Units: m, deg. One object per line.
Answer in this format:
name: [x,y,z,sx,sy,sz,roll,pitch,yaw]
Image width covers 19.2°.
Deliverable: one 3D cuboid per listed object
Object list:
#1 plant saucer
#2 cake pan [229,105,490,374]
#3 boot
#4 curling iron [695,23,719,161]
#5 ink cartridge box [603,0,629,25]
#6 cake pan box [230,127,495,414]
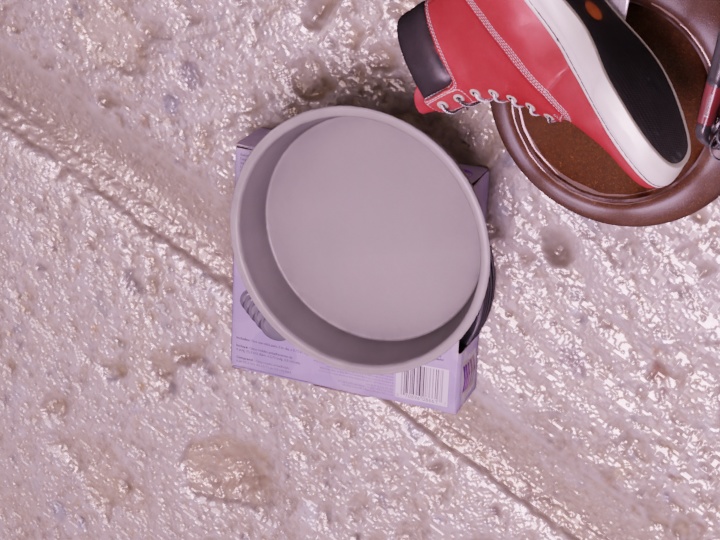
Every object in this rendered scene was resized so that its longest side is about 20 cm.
plant saucer: [0.177,-0.121,1.466,0.198,0.032,0.202,9,114,21]
cake pan: [0.003,-0.025,1.520,0.198,0.037,0.202,8,113,19]
boot: [0.113,-0.113,1.385,0.144,0.072,0.201,-41,81,36]
curling iron: [0.258,-0.171,1.399,0.049,0.026,0.202,4,102,-15]
ink cartridge box: [0.129,-0.226,1.414,0.147,0.076,0.202,18,117,20]
cake pan box: [0.000,0.000,1.581,0.198,0.052,0.186,10,116,20]
